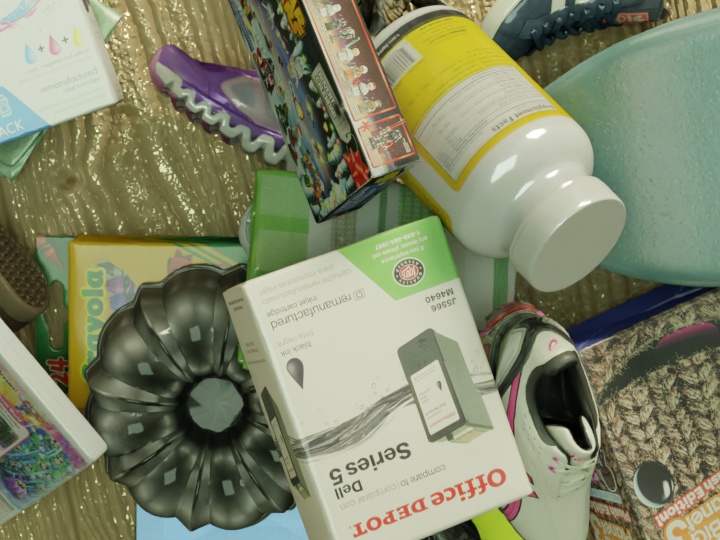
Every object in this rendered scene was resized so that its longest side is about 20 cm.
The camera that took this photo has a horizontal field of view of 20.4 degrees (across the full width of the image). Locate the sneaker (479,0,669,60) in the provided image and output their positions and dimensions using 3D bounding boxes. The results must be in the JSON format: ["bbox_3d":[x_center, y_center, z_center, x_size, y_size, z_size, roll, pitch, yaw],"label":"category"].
[{"bbox_3d":[0.172,-0.197,1.454,0.200,0.075,0.085,-41,76,5],"label":"sneaker"}]

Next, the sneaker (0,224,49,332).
[{"bbox_3d":[-0.315,-0.034,1.480,0.075,0.070,0.200,-31,97,27],"label":"sneaker"}]

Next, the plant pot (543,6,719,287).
[{"bbox_3d":[0.235,-0.087,1.424,0.199,0.196,0.197,-8,97,15],"label":"plant pot"}]

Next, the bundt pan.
[{"bbox_3d":[-0.104,0.098,1.447,0.201,0.076,0.203,0,97,-1],"label":"bundt pan"}]

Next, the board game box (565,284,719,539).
[{"bbox_3d":[0.237,0.120,1.466,0.159,0.097,0.201,-24,97,-16],"label":"board game box"}]

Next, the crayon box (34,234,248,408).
[{"bbox_3d":[-0.149,0.039,1.502,0.199,0.051,0.128,0,97,1],"label":"crayon box"}]

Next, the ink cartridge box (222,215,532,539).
[{"bbox_3d":[0.011,0.082,1.351,0.145,0.084,0.201,-20,91,-15],"label":"ink cartridge box"}]

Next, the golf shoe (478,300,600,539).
[{"bbox_3d":[0.130,0.125,1.400,0.072,0.092,0.201,-23,119,-16],"label":"golf shoe"}]

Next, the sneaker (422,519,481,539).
[{"bbox_3d":[0.044,0.166,1.428,0.076,0.087,0.200,-42,119,-17],"label":"sneaker"}]

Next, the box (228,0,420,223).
[{"bbox_3d":[-0.033,-0.143,1.353,0.040,0.137,0.201,-20,85,-20],"label":"box"}]

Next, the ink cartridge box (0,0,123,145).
[{"bbox_3d":[-0.259,-0.197,1.445,0.115,0.068,0.201,-20,96,0],"label":"ink cartridge box"}]

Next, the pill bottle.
[{"bbox_3d":[0.086,-0.080,1.354,0.112,0.112,0.200,-44,59,5],"label":"pill bottle"}]

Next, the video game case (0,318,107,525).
[{"bbox_3d":[-0.295,0.089,1.467,0.200,0.024,0.182,51,136,-5],"label":"video game case"}]

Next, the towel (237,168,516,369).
[{"bbox_3d":[0.014,0.011,1.425,0.199,0.031,0.150,8,77,-16],"label":"towel"}]

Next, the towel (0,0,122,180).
[{"bbox_3d":[-0.301,-0.182,1.490,0.200,0.023,0.153,34,95,-4],"label":"towel"}]

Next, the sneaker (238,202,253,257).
[{"bbox_3d":[0.000,0.000,1.472,0.199,0.071,0.073,19,75,-15],"label":"sneaker"}]

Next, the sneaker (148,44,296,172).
[{"bbox_3d":[-0.058,-0.121,1.475,0.199,0.080,0.089,28,89,-8],"label":"sneaker"}]

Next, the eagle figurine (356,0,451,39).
[{"bbox_3d":[0.010,-0.242,1.418,0.151,0.151,0.201,9,104,10],"label":"eagle figurine"}]

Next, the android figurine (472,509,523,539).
[{"bbox_3d":[0.104,0.146,1.521,0.200,0.041,0.182,40,95,-6],"label":"android figurine"}]

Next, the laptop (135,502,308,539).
[{"bbox_3d":[-0.081,0.214,1.493,0.186,0.201,0.116,1,132,0],"label":"laptop"}]
